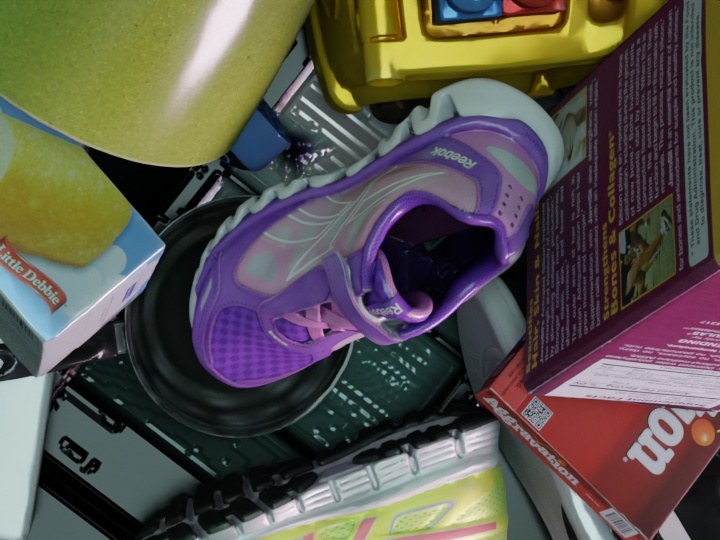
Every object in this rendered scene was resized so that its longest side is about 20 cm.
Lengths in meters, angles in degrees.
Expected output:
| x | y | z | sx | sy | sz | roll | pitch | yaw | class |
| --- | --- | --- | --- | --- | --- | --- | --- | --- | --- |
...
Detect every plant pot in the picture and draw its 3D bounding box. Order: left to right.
| x | y | z | sx | sy | sz | roll | pitch | yaw | class |
| --- | --- | --- | --- | --- | --- | --- | --- | --- | --- |
| -0.067 | -0.177 | 0.848 | 0.187 | 0.187 | 0.200 | 39 | 117 | -6 | plant pot |

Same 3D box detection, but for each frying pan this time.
| x | y | z | sx | sy | sz | roll | pitch | yaw | class |
| --- | --- | --- | --- | --- | --- | --- | --- | --- | --- |
| -0.088 | 0.041 | 0.993 | 0.190 | 0.031 | 0.115 | -32 | 106 | -12 | frying pan |

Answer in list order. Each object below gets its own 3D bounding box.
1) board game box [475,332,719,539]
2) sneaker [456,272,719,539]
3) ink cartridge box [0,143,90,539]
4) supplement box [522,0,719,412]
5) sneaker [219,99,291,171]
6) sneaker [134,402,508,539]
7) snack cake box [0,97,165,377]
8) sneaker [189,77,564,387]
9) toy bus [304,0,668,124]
| x | y | z | sx | sy | sz | roll | pitch | yaw | class |
| --- | --- | --- | --- | --- | --- | --- | --- | --- | --- |
| 0.150 | 0.022 | 0.993 | 0.103 | 0.019 | 0.200 | 44 | 64 | -6 | board game box |
| 0.131 | 0.077 | 1.020 | 0.112 | 0.073 | 0.200 | -26 | 92 | -17 | sneaker |
| -0.226 | 0.015 | 0.987 | 0.176 | 0.045 | 0.200 | 9 | 92 | -6 | ink cartridge box |
| 0.151 | -0.029 | 0.886 | 0.103 | 0.200 | 0.131 | 8 | 70 | -18 | supplement box |
| -0.127 | -0.102 | 0.982 | 0.200 | 0.070 | 0.078 | 40 | 98 | -3 | sneaker |
| -0.019 | 0.135 | 1.000 | 0.200 | 0.078 | 0.090 | -18 | 102 | -2 | sneaker |
| -0.176 | -0.055 | 0.905 | 0.067 | 0.115 | 0.200 | -41 | 90 | -14 | snack cake box |
| 0.000 | 0.000 | 0.921 | 0.200 | 0.088 | 0.080 | -33 | 121 | 28 | sneaker |
| 0.080 | -0.140 | 0.934 | 0.200 | 0.192 | 0.136 | -6 | 93 | -7 | toy bus |
